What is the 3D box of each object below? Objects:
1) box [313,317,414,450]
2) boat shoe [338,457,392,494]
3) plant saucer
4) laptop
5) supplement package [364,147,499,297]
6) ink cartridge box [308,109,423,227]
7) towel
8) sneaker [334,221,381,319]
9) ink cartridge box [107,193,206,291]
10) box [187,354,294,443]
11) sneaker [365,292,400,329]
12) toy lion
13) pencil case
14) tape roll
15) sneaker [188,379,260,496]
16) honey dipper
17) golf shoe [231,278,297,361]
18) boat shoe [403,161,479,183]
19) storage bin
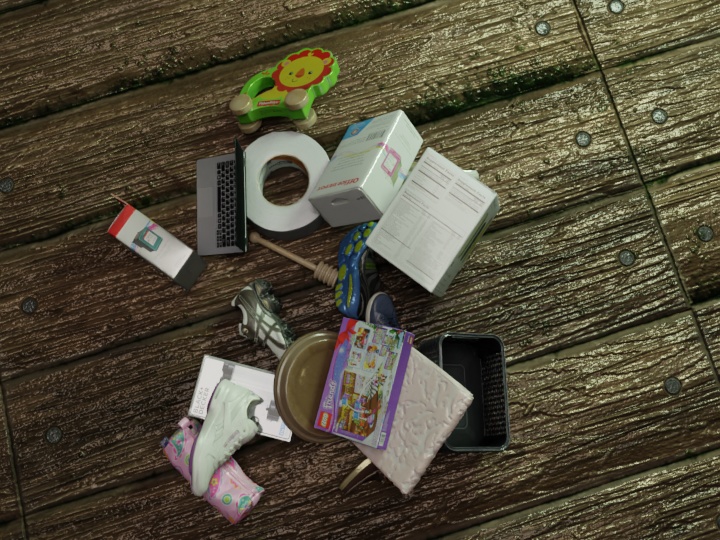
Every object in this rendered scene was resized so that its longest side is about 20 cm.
[{"bbox_3d":[0.007,0.193,1.370,0.135,0.039,0.204,10,80,33],"label":"box"},{"bbox_3d":[0.054,0.352,1.420,0.198,0.072,0.073,-32,78,-13],"label":"boat shoe"},{"bbox_3d":[-0.062,0.211,1.430,0.196,0.029,0.205,3,84,-25],"label":"plant saucer"},{"bbox_3d":[-0.266,-0.130,1.453,0.196,0.115,0.192,-3,86,33],"label":"laptop"},{"bbox_3d":[0.133,-0.081,1.413,0.149,0.152,0.202,35,93,13],"label":"supplement package"},{"bbox_3d":[0.010,-0.187,1.469,0.085,0.143,0.202,48,55,-30],"label":"ink cartridge box"},{"bbox_3d":[0.073,0.244,1.356,0.190,0.032,0.202,37,97,35],"label":"towel"},{"bbox_3d":[0.000,0.000,1.503,0.070,0.082,0.204,-10,58,33],"label":"sneaker"},{"bbox_3d":[-0.397,-0.053,1.493,0.198,0.116,0.068,34,80,9],"label":"ink cartridge box"},{"bbox_3d":[-0.206,0.238,1.454,0.196,0.060,0.119,15,78,4],"label":"box"},{"bbox_3d":[0.067,0.138,1.442,0.074,0.084,0.205,-11,88,-36],"label":"sneaker"},{"bbox_3d":[-0.143,-0.368,1.568,0.196,0.069,0.195,-1,53,21],"label":"toy lion"},{"bbox_3d":[-0.265,0.358,1.415,0.200,0.088,0.087,44,82,9],"label":"pencil case"},{"bbox_3d":[-0.147,-0.165,1.540,0.195,0.066,0.205,0,78,1],"label":"tape roll"},{"bbox_3d":[-0.234,0.292,1.363,0.098,0.075,0.204,17,67,0],"label":"sneaker"},{"bbox_3d":[-0.129,-0.026,1.523,0.197,0.038,0.039,27,79,8],"label":"honey dipper"},{"bbox_3d":[-0.174,0.119,1.479,0.093,0.078,0.203,-28,70,3],"label":"golf shoe"},{"bbox_3d":[0.134,-0.190,1.535,0.195,0.075,0.070,-1,83,2],"label":"boat shoe"},{"bbox_3d":[0.183,0.220,1.411,0.132,0.094,0.205,4,74,-20],"label":"storage bin"}]
